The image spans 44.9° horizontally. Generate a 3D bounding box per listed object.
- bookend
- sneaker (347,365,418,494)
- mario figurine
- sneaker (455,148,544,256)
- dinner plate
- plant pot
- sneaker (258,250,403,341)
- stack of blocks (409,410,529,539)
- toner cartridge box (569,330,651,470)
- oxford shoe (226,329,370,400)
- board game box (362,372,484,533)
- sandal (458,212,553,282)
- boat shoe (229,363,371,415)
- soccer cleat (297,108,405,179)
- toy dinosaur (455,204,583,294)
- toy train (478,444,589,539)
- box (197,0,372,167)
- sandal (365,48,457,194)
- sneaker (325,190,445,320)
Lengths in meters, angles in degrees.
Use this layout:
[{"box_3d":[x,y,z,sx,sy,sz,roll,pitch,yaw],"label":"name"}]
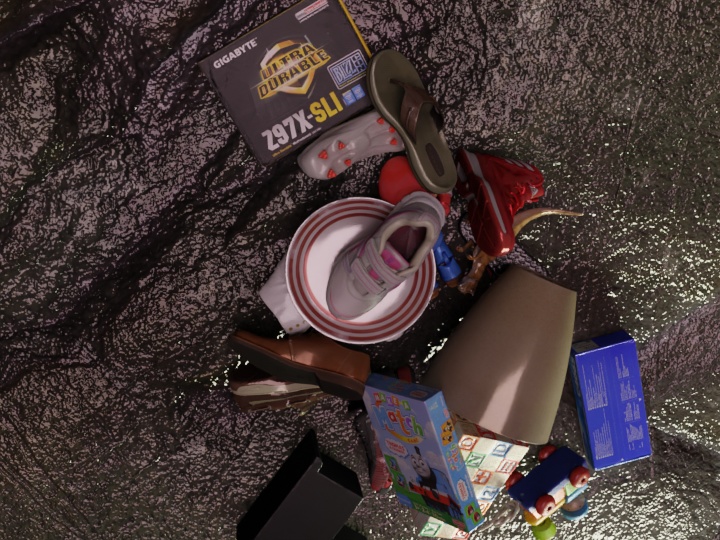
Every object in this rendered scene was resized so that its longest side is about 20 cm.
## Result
[{"box_3d":[-0.050,0.379,1.306,0.199,0.092,0.200,33,99,-17],"label":"bookend"},{"box_3d":[0.025,0.233,1.282,0.098,0.071,0.201,6,104,-9],"label":"sneaker"},{"box_3d":[0.075,-0.067,1.208,0.106,0.123,0.200,0,122,36],"label":"mario figurine"},{"box_3d":[0.199,-0.096,1.142,0.115,0.200,0.078,-1,135,-11],"label":"sneaker"},{"box_3d":[0.000,0.000,1.161,0.200,0.024,0.200,1,105,3],"label":"dinner plate"},{"box_3d":[0.207,0.100,1.172,0.187,0.187,0.200,22,98,-13],"label":"plant pot"},{"box_3d":[-0.046,0.059,1.225,0.200,0.074,0.116,38,101,-7],"label":"sneaker"},{"box_3d":[0.145,0.305,1.292,0.115,0.059,0.200,15,117,-23],"label":"stack of blocks"},{"box_3d":[0.379,0.198,1.328,0.095,0.043,0.200,-14,107,-2],"label":"toner cartridge box"},{"box_3d":[-0.083,0.113,1.188,0.200,0.071,0.071,18,66,3],"label":"oxford shoe"},{"box_3d":[0.080,0.243,1.179,0.037,0.151,0.200,-27,108,-30],"label":"board game box"},{"box_3d":[0.213,-0.007,1.252,0.075,0.045,0.200,-37,93,-1],"label":"sandal"},{"box_3d":[-0.083,0.167,1.252,0.202,0.075,0.075,-4,116,6],"label":"boat shoe"},{"box_3d":[0.007,-0.180,1.161,0.200,0.078,0.069,-27,116,-19],"label":"soccer cleat"},{"box_3d":[0.195,-0.053,1.208,0.200,0.060,0.106,-42,108,-2],"label":"toy dinosaur"},{"box_3d":[0.264,0.368,1.325,0.200,0.085,0.116,-33,123,-19],"label":"toy train"},{"box_3d":[-0.085,-0.252,1.135,0.200,0.049,0.160,-29,110,2],"label":"box"},{"box_3d":[0.078,-0.193,1.110,0.080,0.057,0.201,-38,105,-29],"label":"sandal"},{"box_3d":[0.026,-0.014,1.099,0.081,0.088,0.200,39,102,-6],"label":"sneaker"}]
